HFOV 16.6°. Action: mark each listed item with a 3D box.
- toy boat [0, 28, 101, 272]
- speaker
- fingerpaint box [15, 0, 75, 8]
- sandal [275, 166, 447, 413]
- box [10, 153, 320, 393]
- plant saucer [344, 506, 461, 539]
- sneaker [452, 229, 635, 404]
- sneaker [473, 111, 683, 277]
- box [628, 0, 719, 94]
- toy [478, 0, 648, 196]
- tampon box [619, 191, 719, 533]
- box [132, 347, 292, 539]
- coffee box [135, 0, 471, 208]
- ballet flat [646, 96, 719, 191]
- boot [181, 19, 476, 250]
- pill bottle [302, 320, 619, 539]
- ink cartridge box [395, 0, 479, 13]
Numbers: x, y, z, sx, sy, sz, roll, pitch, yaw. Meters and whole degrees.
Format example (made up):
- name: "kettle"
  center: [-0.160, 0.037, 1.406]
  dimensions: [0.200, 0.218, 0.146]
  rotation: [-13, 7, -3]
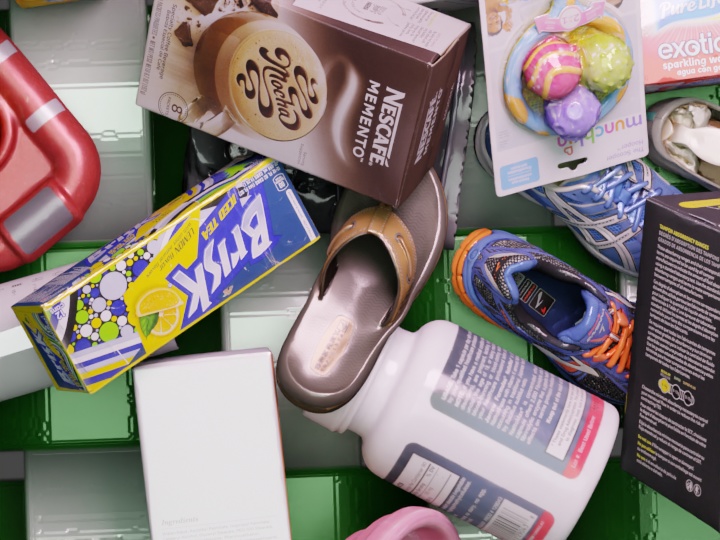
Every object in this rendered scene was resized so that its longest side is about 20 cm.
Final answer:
- name: "toy boat"
  center: [-0.274, -0.098, 1.692]
  dimensions: [0.130, 0.131, 0.200]
  rotation: [-40, 92, -3]
- name: "speaker"
  center: [-0.229, 0.043, 1.719]
  dimensions: [0.199, 0.081, 0.082]
  rotation: [-17, 90, -3]
- name: "fingerpaint box"
  center: [-0.220, -0.274, 1.662]
  dimensions: [0.073, 0.200, 0.168]
  rotation: [-9, 91, -2]
- name: "sandal"
  center: [0.000, 0.000, 1.660]
  dimensions: [0.081, 0.055, 0.201]
  rotation: [25, 68, 11]
- name: "box"
  center: [-0.129, 0.000, 1.651]
  dimensions: [0.199, 0.064, 0.070]
  rotation: [-35, 106, -23]
- name: "plant saucer"
  center: [0.009, 0.258, 1.687]
  dimensions: [0.051, 0.200, 0.202]
  rotation: [11, 89, 27]
- name: "sneaker"
  center: [0.156, 0.042, 1.723]
  dimensions: [0.199, 0.078, 0.076]
  rotation: [26, 89, -17]
- name: "sneaker"
  center: [0.170, -0.052, 1.742]
  dimensions: [0.199, 0.077, 0.076]
  rotation: [28, 87, -4]
- name: "box"
  center: [0.226, -0.177, 1.735]
  dimensions: [0.198, 0.100, 0.096]
  rotation: [-7, 90, -2]
- name: "toy"
  center: [0.140, -0.142, 1.629]
  dimensions: [0.114, 0.047, 0.201]
  rotation: [-15, 120, -12]
- name: "tampon box"
  center: [0.276, 0.055, 1.673]
  dimensions: [0.149, 0.126, 0.201]
  rotation: [-4, 109, -28]
- name: "box"
  center: [-0.099, 0.158, 1.703]
  dimensions: [0.097, 0.124, 0.202]
  rotation: [-6, 90, -3]
- name: "coffee box"
  center: [-0.039, -0.137, 1.648]
  dimensions: [0.199, 0.080, 0.114]
  rotation: [22, 122, 13]
- name: "ballet flat"
  center: [0.292, -0.067, 1.755]
  dimensions: [0.199, 0.064, 0.068]
  rotation: [22, 88, -3]
- name: "boot"
  center: [-0.022, -0.106, 1.744]
  dimensions: [0.198, 0.066, 0.166]
  rotation: [7, 87, 2]
- name: "pill bottle"
  center: [0.067, 0.104, 1.715]
  dimensions: [0.199, 0.120, 0.120]
  rotation: [28, 88, -2]
- name: "ink cartridge box"
  center: [0.016, -0.246, 1.692]
  dimensions: [0.199, 0.084, 0.147]
  rotation: [-8, 90, 28]
